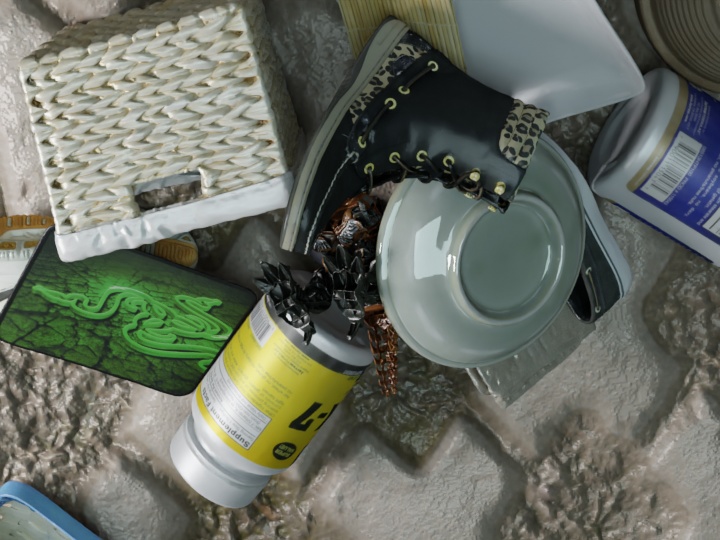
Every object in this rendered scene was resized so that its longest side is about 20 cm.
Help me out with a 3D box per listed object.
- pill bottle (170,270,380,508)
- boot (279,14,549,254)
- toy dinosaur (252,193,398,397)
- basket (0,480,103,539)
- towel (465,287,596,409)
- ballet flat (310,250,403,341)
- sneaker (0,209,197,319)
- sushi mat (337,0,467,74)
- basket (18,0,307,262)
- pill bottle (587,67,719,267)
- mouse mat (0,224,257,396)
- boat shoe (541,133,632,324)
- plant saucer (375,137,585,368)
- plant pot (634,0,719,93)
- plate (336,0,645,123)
[{"bbox_3d":[-0.081,0.109,1.219,0.114,0.115,0.201,33,110,-12],"label":"pill bottle"},{"bbox_3d":[0.041,-0.077,1.002,0.152,0.074,0.205,27,67,1],"label":"boot"},{"bbox_3d":[0.000,0.000,1.125,0.102,0.135,0.201,-37,84,34],"label":"toy dinosaur"},{"bbox_3d":[-0.296,0.282,1.258,0.176,0.140,0.199,41,135,-14],"label":"basket"},{"bbox_3d":[0.122,0.009,1.205,0.132,0.034,0.202,-35,108,-21],"label":"towel"},{"bbox_3d":[0.022,0.014,1.212,0.200,0.073,0.073,42,104,-14],"label":"ballet flat"},{"bbox_3d":[-0.242,-0.001,1.212,0.196,0.076,0.089,1,127,1],"label":"sneaker"},{"bbox_3d":[0.041,-0.161,1.083,0.094,0.012,0.202,5,135,25],"label":"sushi mat"},{"bbox_3d":[-0.155,-0.126,1.091,0.195,0.200,0.163,-14,108,4],"label":"basket"},{"bbox_3d":[0.305,-0.073,1.158,0.198,0.120,0.121,30,107,-11],"label":"pill bottle"},{"bbox_3d":[-0.209,0.040,1.200,0.198,0.008,0.161,19,131,-24],"label":"mouse mat"},{"bbox_3d":[0.170,-0.040,1.170,0.057,0.068,0.201,-47,115,-23],"label":"boat shoe"},{"bbox_3d":[0.109,-0.013,1.085,0.197,0.050,0.203,-8,108,-26],"label":"plant saucer"},{"bbox_3d":[0.330,-0.237,1.113,0.197,0.093,0.204,-1,111,-2],"label":"plant pot"},{"bbox_3d":[0.096,-0.195,1.053,0.198,0.033,0.201,-14,126,38],"label":"plate"}]
